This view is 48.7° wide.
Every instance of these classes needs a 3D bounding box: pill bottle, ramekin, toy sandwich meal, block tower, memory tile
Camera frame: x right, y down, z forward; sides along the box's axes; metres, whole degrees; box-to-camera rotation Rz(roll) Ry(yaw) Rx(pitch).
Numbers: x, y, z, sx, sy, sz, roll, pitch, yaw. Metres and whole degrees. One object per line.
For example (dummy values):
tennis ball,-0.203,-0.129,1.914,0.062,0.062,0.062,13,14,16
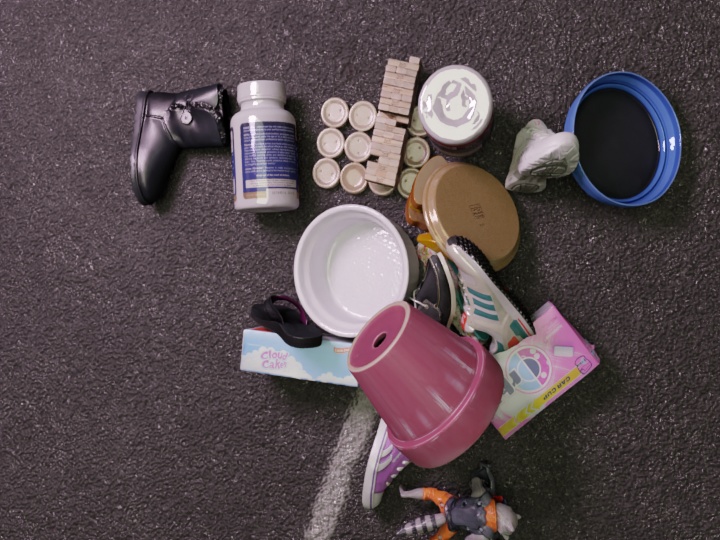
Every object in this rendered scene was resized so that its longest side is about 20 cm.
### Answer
pill bottle,-0.158,-0.201,1.312,0.108,0.111,0.206,-3,90,10
ramekin,0.000,0.000,1.274,0.195,0.097,0.207,0,91,23
toy sandwich meal,0.161,-0.081,1.257,0.200,0.070,0.210,11,64,-23
block tower,0.053,-0.240,1.286,0.056,0.054,0.206,13,92,9
pill bottle,0.149,-0.234,1.211,0.107,0.200,0.114,0,91,10
memory tile,0.021,-0.203,1.328,0.194,0.017,0.158,8,91,10

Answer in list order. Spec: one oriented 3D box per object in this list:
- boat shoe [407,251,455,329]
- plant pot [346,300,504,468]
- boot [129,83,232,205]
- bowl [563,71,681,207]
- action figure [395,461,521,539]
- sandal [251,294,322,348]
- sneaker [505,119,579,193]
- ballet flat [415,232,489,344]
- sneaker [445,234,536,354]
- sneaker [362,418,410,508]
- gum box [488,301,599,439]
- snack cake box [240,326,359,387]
boat shoe,0.105,0.053,1.224,0.066,0.202,0.073,-13,53,-13
plant pot,0.083,0.151,1.163,0.200,0.201,0.179,-44,109,7
boot,-0.302,-0.215,1.355,0.163,0.076,0.206,0,84,14
bowl,0.396,-0.196,1.208,0.195,0.039,0.207,2,85,-18
action figure,0.162,0.416,1.255,0.189,0.104,0.206,-16,76,26
sandal,-0.114,0.071,1.261,0.074,0.199,0.049,-4,104,-30
sneaker,0.267,-0.185,1.197,0.076,0.200,0.102,4,82,-11
ballet flat,0.147,0.030,1.288,0.063,0.075,0.204,-28,79,41
sneaker,0.173,0.044,1.180,0.093,0.071,0.200,-37,109,17
sneaker,0.072,0.302,1.291,0.112,0.073,0.206,18,93,7
gum box,0.267,0.152,1.252,0.199,0.066,0.114,-40,89,8
snack cake box,-0.085,0.137,1.296,0.194,0.115,0.069,7,91,10
